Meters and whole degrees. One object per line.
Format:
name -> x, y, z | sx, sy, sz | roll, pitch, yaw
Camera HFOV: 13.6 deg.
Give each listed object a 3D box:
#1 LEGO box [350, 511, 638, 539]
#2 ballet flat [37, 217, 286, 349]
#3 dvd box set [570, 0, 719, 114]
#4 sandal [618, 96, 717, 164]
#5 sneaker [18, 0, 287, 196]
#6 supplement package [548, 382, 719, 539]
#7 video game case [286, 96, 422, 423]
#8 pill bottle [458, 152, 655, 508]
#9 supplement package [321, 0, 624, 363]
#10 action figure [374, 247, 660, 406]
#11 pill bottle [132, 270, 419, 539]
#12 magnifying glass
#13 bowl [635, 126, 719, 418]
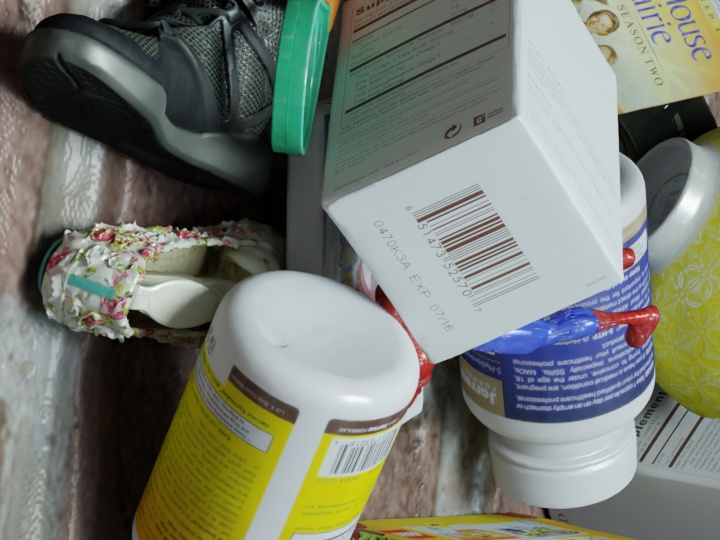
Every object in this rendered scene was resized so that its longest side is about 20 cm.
LEGO box -> 0.087, 0.194, 1.766 | 0.200, 0.148, 0.078 | 3, 95, -54
ballet flat -> -0.086, 0.013, 1.563 | 0.200, 0.064, 0.076 | -5, 111, -54
dvd box set -> 0.114, -0.149, 1.671 | 0.147, 0.199, 0.029 | 61, 36, -28
sandal -> 0.177, -0.102, 1.897 | 0.080, 0.057, 0.201 | -35, 142, -15
sneaker -> -0.099, -0.115, 1.512 | 0.199, 0.076, 0.115 | 24, 75, -56
supplement package -> 0.229, 0.136, 1.906 | 0.120, 0.199, 0.122 | -50, 134, -36
video game case -> 0.000, 0.000, 1.672 | 0.182, 0.023, 0.201 | -27, 119, -68
pill bottle -> 0.115, 0.035, 1.793 | 0.120, 0.119, 0.201 | -38, 131, -44
supplement package -> 0.061, -0.070, 1.574 | 0.117, 0.117, 0.200 | 54, 22, -28
action figure -> 0.057, 0.041, 1.660 | 0.199, 0.099, 0.066 | -6, 63, -34
pill bottle -> -0.051, 0.107, 1.547 | 0.109, 0.109, 0.201 | -21, 142, -50
magnifying glass -> -0.025, -0.124, 1.574 | 0.200, 0.022, 0.080 | -80, 175, -63
bowl -> 0.216, -0.021, 1.842 | 0.107, 0.200, 0.201 | 30, 70, -23
